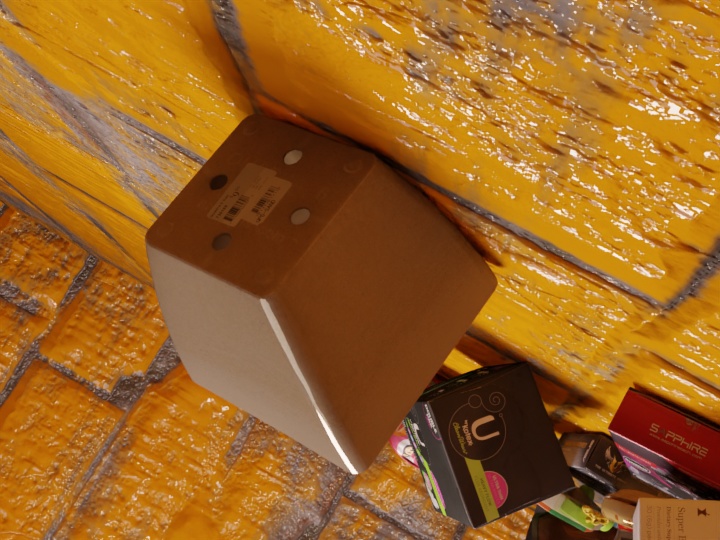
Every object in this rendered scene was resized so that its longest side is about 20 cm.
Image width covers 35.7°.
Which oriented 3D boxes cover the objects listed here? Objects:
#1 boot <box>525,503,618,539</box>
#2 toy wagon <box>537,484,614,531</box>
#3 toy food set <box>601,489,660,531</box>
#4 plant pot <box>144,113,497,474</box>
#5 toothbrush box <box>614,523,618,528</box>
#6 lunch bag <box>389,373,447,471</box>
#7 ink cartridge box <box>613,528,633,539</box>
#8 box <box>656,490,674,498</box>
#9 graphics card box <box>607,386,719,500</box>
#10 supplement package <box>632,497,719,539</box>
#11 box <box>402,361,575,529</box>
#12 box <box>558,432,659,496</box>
[{"bbox_3d":[0.311,0.370,1.434,0.200,0.069,0.188,16,-172,13],"label":"boot"},{"bbox_3d":[0.251,0.283,1.420,0.155,0.040,0.200,30,-176,-17],"label":"toy wagon"},{"bbox_3d":[0.368,0.314,1.285,0.198,0.049,0.200,26,164,16],"label":"toy food set"},{"bbox_3d":[-0.044,-0.001,0.858,0.200,0.200,0.177,24,157,35],"label":"plant pot"},{"bbox_3d":[0.438,0.429,1.621,0.085,0.147,0.200,36,170,-28],"label":"toothbrush box"},{"bbox_3d":[0.144,0.232,1.589,0.200,0.082,0.176,31,-154,1],"label":"lunch bag"},{"bbox_3d":[0.387,0.362,1.232,0.200,0.044,0.174,9,146,31],"label":"ink cartridge box"},{"bbox_3d":[0.409,0.265,1.213,0.039,0.041,0.200,35,168,-27],"label":"box"},{"bbox_3d":[0.313,0.183,1.071,0.125,0.051,0.200,25,169,26],"label":"graphics card box"},{"bbox_3d":[0.344,0.270,0.983,0.200,0.121,0.120,0,160,11],"label":"supplement package"},{"bbox_3d":[0.134,0.194,1.267,0.200,0.124,0.149,145,104,-79],"label":"box"},{"bbox_3d":[0.351,0.275,1.406,0.200,0.048,0.158,32,171,-1],"label":"box"}]
